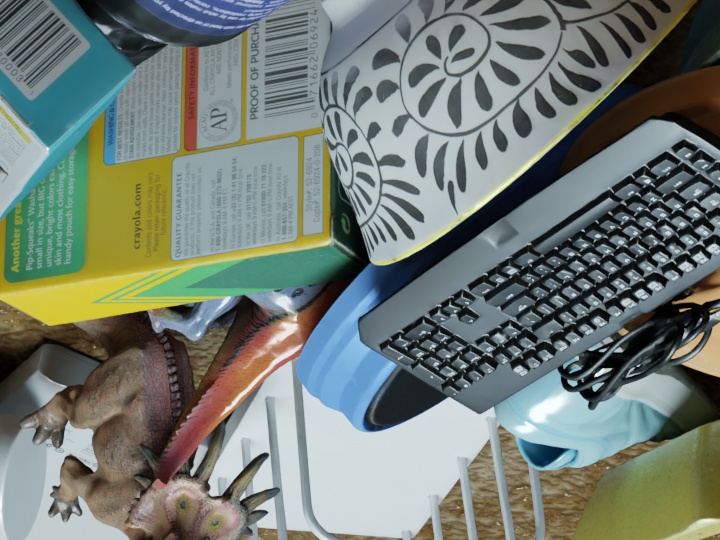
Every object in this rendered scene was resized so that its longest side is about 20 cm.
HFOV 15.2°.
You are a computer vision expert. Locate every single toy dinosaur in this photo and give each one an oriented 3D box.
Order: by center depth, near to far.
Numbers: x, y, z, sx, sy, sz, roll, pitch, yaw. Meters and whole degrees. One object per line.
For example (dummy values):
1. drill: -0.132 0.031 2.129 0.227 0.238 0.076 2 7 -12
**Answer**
1. toy dinosaur: 0.000 0.000 1.234 0.181 0.200 0.105 -6 168 17
2. toy dinosaur: -0.106 0.082 1.365 0.086 0.200 0.136 -11 168 -27

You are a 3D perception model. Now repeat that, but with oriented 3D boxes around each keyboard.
1. keyboard: 0.090 0.015 1.045 0.104 0.040 0.200 27 142 -24

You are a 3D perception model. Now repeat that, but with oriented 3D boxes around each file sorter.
1. file sorter: 0.001 0.136 1.424 0.139 0.125 0.200 5 146 -18

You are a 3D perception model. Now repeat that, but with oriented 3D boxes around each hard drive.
1. hard drive: -0.170 0.115 1.535 0.132 0.026 0.200 25 142 -23

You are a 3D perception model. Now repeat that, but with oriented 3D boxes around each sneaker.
1. sneaker: 0.111 0.060 1.305 0.082 0.074 0.200 -41 156 10

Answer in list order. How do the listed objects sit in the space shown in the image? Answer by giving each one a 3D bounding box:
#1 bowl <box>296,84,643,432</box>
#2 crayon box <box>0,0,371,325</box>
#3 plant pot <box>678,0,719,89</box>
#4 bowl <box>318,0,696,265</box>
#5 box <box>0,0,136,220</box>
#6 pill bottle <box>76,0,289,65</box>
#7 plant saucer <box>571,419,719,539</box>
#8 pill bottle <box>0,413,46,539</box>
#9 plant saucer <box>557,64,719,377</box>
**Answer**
1. bowl: 0.062 -0.001 1.195 0.039 0.201 0.201 50 144 13
2. crayon box: -0.091 -0.050 1.193 0.200 0.126 0.052 -8 159 24
3. plant pot: 0.223 -0.094 1.064 0.200 0.134 0.200 6 146 4
4. bowl: 0.047 -0.104 1.075 0.094 0.201 0.201 47 135 -9
5. box: -0.148 -0.075 1.079 0.082 0.049 0.200 47 165 -5
6. pill bottle: -0.052 -0.156 1.054 0.112 0.112 0.200 32 138 -30
7. plant saucer: 0.210 0.092 1.319 0.200 0.048 0.200 -15 170 -18
8. pill bottle: -0.274 0.100 1.446 0.200 0.111 0.111 7 145 11
9. plant saucer: 0.174 -0.008 1.054 0.200 0.032 0.200 7 146 5
